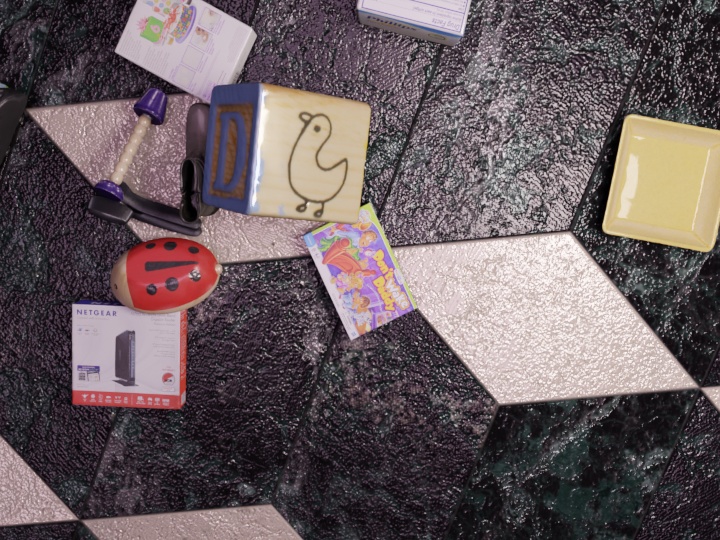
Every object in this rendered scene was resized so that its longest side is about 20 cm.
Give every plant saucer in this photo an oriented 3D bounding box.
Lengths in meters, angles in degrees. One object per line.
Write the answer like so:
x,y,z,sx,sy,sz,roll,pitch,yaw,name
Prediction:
0.525,-0.150,1.314,0.195,0.048,0.205,10,96,0,plant saucer

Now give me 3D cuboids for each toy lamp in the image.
-0.384,-0.217,1.294,0.057,0.058,0.204,22,77,-2,toy lamp

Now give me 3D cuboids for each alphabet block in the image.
-0.122,-0.184,1.213,0.197,0.195,0.200,1,101,-34,alphabet block

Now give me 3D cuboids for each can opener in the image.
-0.373,-0.100,1.334,0.196,0.063,0.080,17,71,-10,can opener

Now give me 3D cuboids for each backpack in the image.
-0.698,-0.281,1.286,0.199,0.154,0.165,36,103,10,backpack

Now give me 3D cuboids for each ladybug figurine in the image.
-0.339,0.003,1.318,0.195,0.072,0.139,-9,71,-4,ladybug figurine

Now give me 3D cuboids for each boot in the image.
-0.271,-0.183,1.283,0.066,0.131,0.205,-1,97,2,boot

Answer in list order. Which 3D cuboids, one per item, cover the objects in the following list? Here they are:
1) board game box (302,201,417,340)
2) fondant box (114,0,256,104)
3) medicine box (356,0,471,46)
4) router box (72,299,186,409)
0.000,0.000,1.343,0.132,0.045,0.203,-25,96,4,board game box
-0.295,-0.387,1.296,0.197,0.058,0.146,28,97,-3,fondant box
0.101,-0.497,1.252,0.178,0.103,0.204,13,97,-1,medicine box
-0.414,0.150,1.367,0.195,0.049,0.184,2,97,1,router box
